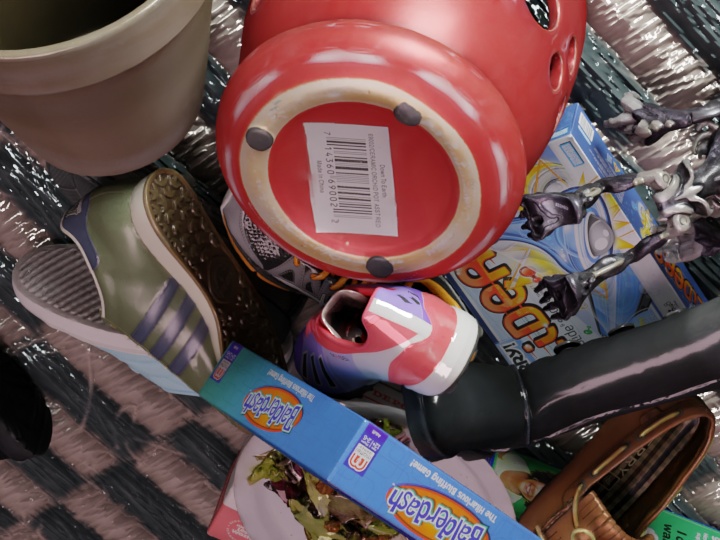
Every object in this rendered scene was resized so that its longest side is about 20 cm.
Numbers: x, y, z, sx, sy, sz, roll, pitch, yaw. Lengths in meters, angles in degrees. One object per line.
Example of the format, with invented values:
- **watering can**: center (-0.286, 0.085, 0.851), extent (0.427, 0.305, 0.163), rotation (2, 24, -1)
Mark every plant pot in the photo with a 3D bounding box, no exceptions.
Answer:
- **plant pot**: center (0.023, -0.106, 1.331), extent (0.199, 0.183, 0.201), rotation (7, 132, 8)
- **plant pot**: center (-0.165, -0.153, 1.360), extent (0.199, 0.201, 0.174), rotation (4, 149, 13)

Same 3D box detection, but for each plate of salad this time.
- **plate of salad**: center (0.007, 0.171, 1.573), extent (0.199, 0.048, 0.201), rotation (9, 130, 11)

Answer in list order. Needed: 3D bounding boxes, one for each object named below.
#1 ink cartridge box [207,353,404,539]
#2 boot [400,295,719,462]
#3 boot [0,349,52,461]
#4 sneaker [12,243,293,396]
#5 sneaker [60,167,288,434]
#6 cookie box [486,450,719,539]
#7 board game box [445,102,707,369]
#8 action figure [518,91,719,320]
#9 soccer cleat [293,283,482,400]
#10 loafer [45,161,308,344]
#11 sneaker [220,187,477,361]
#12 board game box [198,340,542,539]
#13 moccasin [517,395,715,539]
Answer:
- **ink cartridge box**: center (-0.019, 0.130, 1.626), extent (0.116, 0.068, 0.200), rotation (24, 132, -5)
- **boot**: center (0.138, 0.065, 1.417), extent (0.199, 0.165, 0.066), rotation (-14, 81, 17)
- **boot**: center (-0.341, 0.083, 1.675), extent (0.167, 0.077, 0.200), rotation (-15, 131, 23)
- **sneaker**: center (-0.148, 0.049, 1.592), extent (0.199, 0.074, 0.082), rotation (20, 137, 5)
- **sneaker**: center (-0.122, 0.024, 1.484), extent (0.090, 0.067, 0.201), rotation (-8, 124, 30)
- **cookie box**: center (0.154, 0.234, 1.660), extent (0.199, 0.075, 0.172), rotation (21, 131, -3)
- **board game box**: center (0.129, -0.004, 1.486), extent (0.135, 0.035, 0.200), rotation (-20, 122, 30)
- **action figure**: center (0.186, -0.052, 1.378), extent (0.199, 0.102, 0.119), rotation (-25, 104, -17)
- **soccer cleat**: center (-0.002, 0.035, 1.373), extent (0.073, 0.068, 0.200), rotation (31, 167, -21)
- **loafer**: center (-0.117, -0.031, 1.531), extent (0.200, 0.063, 0.072), rotation (40, 156, -14)
- **sneaker**: center (0.000, 0.000, 1.481), extent (0.200, 0.077, 0.078), rotation (33, 89, -15)
- **board game box**: center (0.004, 0.119, 1.396), extent (0.152, 0.045, 0.200), rotation (36, 175, -27)
- **moccasin**: center (0.165, 0.165, 1.533), extent (0.074, 0.078, 0.201), rotation (41, 93, -26)
